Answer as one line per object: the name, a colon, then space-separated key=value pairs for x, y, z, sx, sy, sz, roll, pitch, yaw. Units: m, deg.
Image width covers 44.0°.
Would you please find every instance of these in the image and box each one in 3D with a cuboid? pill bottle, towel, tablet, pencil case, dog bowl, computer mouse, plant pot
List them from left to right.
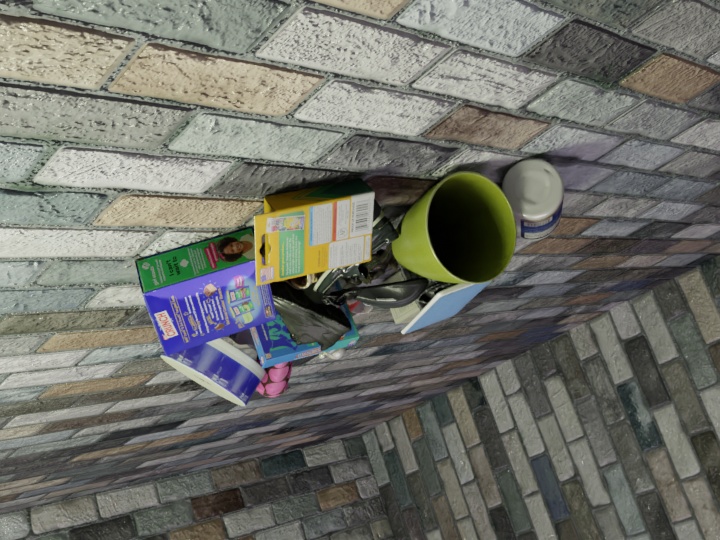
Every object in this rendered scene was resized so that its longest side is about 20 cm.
dog bowl: x=-0.290 y=0.184 z=1.752 sx=0.079 sy=0.198 sz=0.200 roll=-60 pitch=172 yaw=-16
pencil case: x=-0.181 y=0.170 z=1.822 sx=0.091 sy=0.093 sz=0.202 roll=-56 pitch=166 yaw=-44
computer mouse: x=0.031 y=0.049 z=1.637 sx=0.197 sy=0.047 sz=0.140 roll=-9 pitch=-179 yaw=4
plant pot: x=0.142 y=-0.060 z=1.568 sx=0.185 sy=0.190 sz=0.199 roll=-10 pitch=178 yaw=-28
towel: x=0.164 y=-0.001 z=1.746 sx=0.163 sy=0.087 sz=0.200 roll=-18 pitch=-160 yaw=0
tablet: x=0.158 y=0.061 z=1.634 sx=0.129 sy=0.014 sz=0.200 roll=-18 pitch=164 yaw=-25
pill bottle: x=0.317 y=-0.121 z=1.643 sx=0.110 sy=0.112 sz=0.200 roll=-21 pitch=163 yaw=5

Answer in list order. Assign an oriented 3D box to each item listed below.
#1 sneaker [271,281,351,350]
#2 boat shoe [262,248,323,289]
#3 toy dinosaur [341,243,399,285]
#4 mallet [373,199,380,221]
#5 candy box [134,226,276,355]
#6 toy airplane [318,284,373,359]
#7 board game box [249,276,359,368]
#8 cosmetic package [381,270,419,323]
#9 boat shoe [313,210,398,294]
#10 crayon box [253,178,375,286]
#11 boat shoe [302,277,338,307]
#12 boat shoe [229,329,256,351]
sneaker: x=-0.111 y=0.089 z=1.626 sx=0.199 sy=0.076 sz=0.091 roll=31 pitch=110 yaw=-26
boat shoe: x=-0.111 y=0.000 z=1.601 sx=0.073 sy=0.070 sz=0.199 roll=-28 pitch=163 yaw=23
toy dinosaur: x=0.000 y=0.000 z=1.711 sx=0.198 sy=0.078 sz=0.102 roll=-23 pitch=170 yaw=22
mallet: x=-0.050 y=-0.097 z=1.437 sx=0.066 sy=0.042 sz=0.198 roll=-31 pitch=156 yaw=37
candy box: x=-0.249 y=0.035 z=1.457 sx=0.197 sy=0.078 sz=0.170 roll=-18 pitch=141 yaw=-12
toy airplane: x=-0.061 y=0.117 z=1.893 sx=0.198 sy=0.143 sz=0.199 roll=-13 pitch=-164 yaw=44
board game box: x=-0.119 y=0.092 z=1.735 sx=0.197 sy=0.154 sz=0.045 roll=-13 pitch=157 yaw=-24
cosmetic package: x=0.145 y=0.029 z=1.931 sx=0.072 sy=0.105 sz=0.199 roll=-4 pitch=158 yaw=-45
boat shoe: x=-0.005 y=-0.016 z=1.585 sx=0.200 sy=0.066 sz=0.075 roll=-48 pitch=-178 yaw=19
crayon box: x=-0.078 y=-0.061 z=1.379 sx=0.197 sy=0.052 sz=0.127 roll=-13 pitch=126 yaw=-23
boat shoe: x=-0.132 y=0.041 z=1.686 sx=0.198 sy=0.072 sz=0.063 roll=15 pitch=168 yaw=-33
boat shoe: x=-0.236 y=0.122 z=1.856 sx=0.072 sy=0.067 sz=0.200 roll=-60 pitch=161 yaw=3
